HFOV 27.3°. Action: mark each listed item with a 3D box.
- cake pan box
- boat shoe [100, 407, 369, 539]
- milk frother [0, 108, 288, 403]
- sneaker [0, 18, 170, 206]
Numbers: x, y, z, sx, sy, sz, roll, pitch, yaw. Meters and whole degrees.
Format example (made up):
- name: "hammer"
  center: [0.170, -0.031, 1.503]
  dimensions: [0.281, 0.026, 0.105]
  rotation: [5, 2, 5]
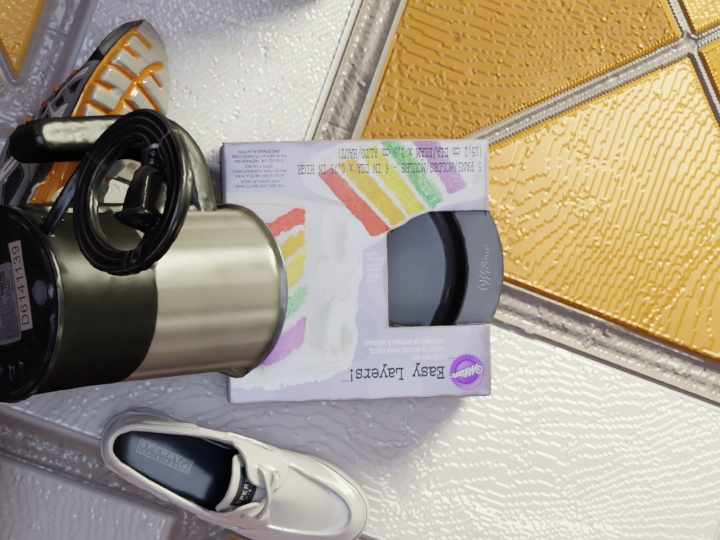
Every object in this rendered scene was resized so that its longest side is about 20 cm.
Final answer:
- name: "cake pan box"
  center: [0.000, 0.000, 1.046]
  dimensions: [0.198, 0.052, 0.186]
  rotation: [0, 93, -7]
- name: "boat shoe"
  center: [-0.086, 0.151, 1.028]
  dimensions: [0.198, 0.065, 0.074]
  rotation: [16, 89, -8]
- name: "milk frother"
  center: [-0.119, -0.009, 0.908]
  dimensions: [0.187, 0.199, 0.182]
  rotation: [-4, 100, -47]
- name: "sneaker"
  center: [-0.200, -0.089, 1.007]
  dimensions: [0.077, 0.078, 0.201]
  rotation: [19, 71, 31]
